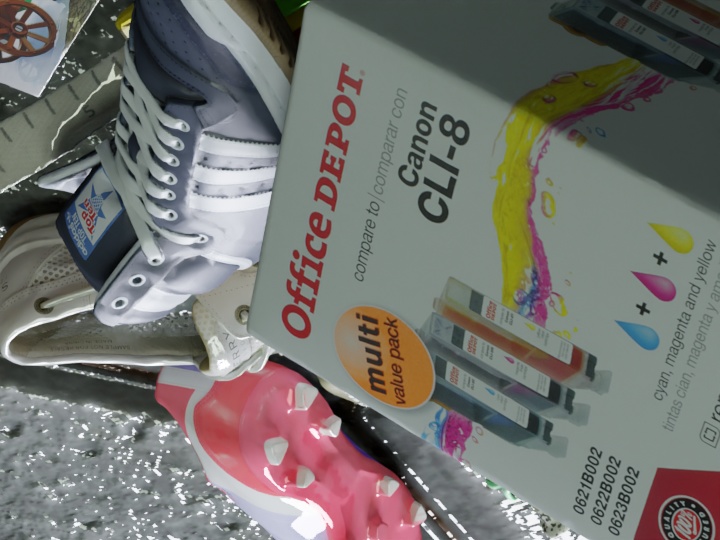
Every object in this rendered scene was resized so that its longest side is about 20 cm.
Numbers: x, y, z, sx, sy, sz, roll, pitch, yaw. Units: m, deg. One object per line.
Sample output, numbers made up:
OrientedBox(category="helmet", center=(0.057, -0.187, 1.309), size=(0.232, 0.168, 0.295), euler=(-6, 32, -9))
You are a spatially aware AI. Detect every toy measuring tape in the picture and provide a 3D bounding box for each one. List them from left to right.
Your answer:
OrientedBox(category="toy measuring tape", center=(-0.067, -0.089, 0.964), size=(0.199, 0.074, 0.074), euler=(-32, 130, 15))

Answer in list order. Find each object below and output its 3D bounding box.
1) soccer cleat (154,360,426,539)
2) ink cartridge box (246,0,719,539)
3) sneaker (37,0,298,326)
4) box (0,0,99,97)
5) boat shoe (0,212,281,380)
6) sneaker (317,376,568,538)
OrientedBox(category="soccer cleat", center=(-0.027, 0.103, 1.216), size=(0.076, 0.067, 0.200), euler=(18, 156, 34))
OrientedBox(category="ink cartridge box", center=(0.086, -0.018, 0.845), size=(0.199, 0.145, 0.146), euler=(30, 133, 19))
OrientedBox(category="sneaker", center=(-0.066, -0.046, 0.886), size=(0.108, 0.070, 0.200), euler=(-26, 154, 2))
OrientedBox(category="box", center=(-0.136, -0.158, 0.929), size=(0.136, 0.038, 0.200), euler=(21, 137, -18))
OrientedBox(category="boat shoe", center=(-0.056, 0.016, 1.098), size=(0.198, 0.070, 0.071), euler=(-5, 137, 5))
OrientedBox(category="sneaker", center=(0.071, 0.066, 1.111), size=(0.199, 0.089, 0.077), euler=(15, 136, -34))
